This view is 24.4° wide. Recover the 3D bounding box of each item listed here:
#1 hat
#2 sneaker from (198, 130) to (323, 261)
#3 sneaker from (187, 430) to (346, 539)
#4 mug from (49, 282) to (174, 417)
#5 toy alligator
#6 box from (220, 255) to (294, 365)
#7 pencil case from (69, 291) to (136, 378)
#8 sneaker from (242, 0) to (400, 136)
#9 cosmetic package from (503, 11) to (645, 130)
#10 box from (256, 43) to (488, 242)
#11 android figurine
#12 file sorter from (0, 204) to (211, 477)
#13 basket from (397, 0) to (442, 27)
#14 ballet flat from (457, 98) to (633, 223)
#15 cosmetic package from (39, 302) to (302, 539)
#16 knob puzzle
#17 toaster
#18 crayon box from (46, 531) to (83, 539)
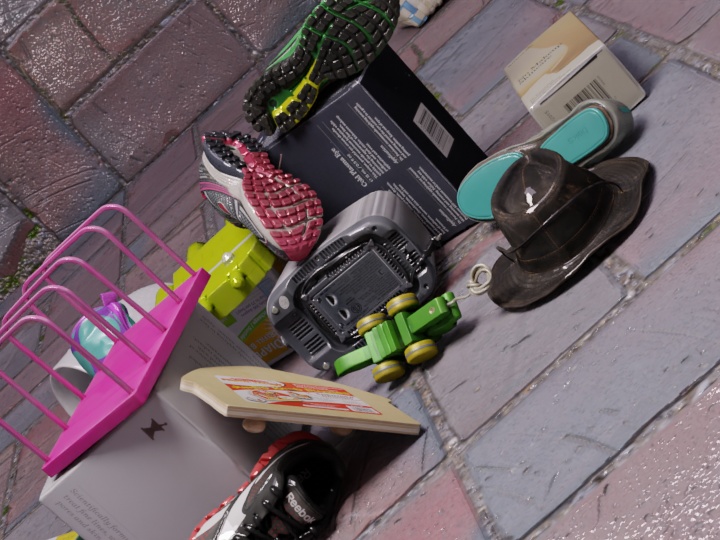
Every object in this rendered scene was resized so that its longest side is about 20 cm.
[{"bbox_3d":[0.165,-0.060,1.489,0.200,0.081,0.201,-41,15,13],"label":"hat"},{"bbox_3d":[-0.102,-0.067,1.693,0.200,0.080,0.075,49,135,46],"label":"sneaker"},{"bbox_3d":[-0.081,0.215,1.399,0.201,0.071,0.098,-49,14,-23],"label":"sneaker"},{"bbox_3d":[-0.262,0.120,2.007,0.176,0.147,0.201,-52,-14,-33],"label":"mug"},{"bbox_3d":[0.060,0.050,1.525,0.199,0.060,0.054,-34,-22,32],"label":"toy alligator"},{"bbox_3d":[-0.127,0.043,1.883,0.199,0.113,0.102,-33,21,33],"label":"box"},{"bbox_3d":[-0.231,0.117,1.821,0.085,0.200,0.093,-16,-45,-47],"label":"pencil case"},{"bbox_3d":[-0.041,-0.227,1.701,0.200,0.078,0.085,-37,16,21],"label":"sneaker"},{"bbox_3d":[0.218,-0.196,1.730,0.105,0.071,0.200,-41,16,9],"label":"cosmetic package"},{"bbox_3d":[0.011,-0.109,1.777,0.182,0.200,0.104,-32,20,33],"label":"box"},{"bbox_3d":[-0.151,-0.004,1.803,0.182,0.041,0.200,-41,20,11],"label":"android figurine"},{"bbox_3d":[-0.250,0.054,1.507,0.139,0.125,0.200,-38,17,31],"label":"file sorter"},{"bbox_3d":[0.095,-0.499,2.705,0.201,0.139,0.176,-55,16,-6],"label":"basket"},{"bbox_3d":[0.183,-0.104,1.626,0.199,0.068,0.064,-31,-8,35],"label":"ballet flat"},{"bbox_3d":[-0.169,0.167,1.559,0.165,0.165,0.200,-41,15,20],"label":"cosmetic package"},{"bbox_3d":[-0.065,0.118,1.465,0.220,0.218,0.031,-151,69,-74],"label":"knob puzzle"},{"bbox_3d":[0.000,0.000,1.687,0.200,0.114,0.129,-40,13,16],"label":"toaster"},{"bbox_3d":[-0.354,0.365,1.724,0.127,0.051,0.200,-24,24,50],"label":"crayon box"}]
